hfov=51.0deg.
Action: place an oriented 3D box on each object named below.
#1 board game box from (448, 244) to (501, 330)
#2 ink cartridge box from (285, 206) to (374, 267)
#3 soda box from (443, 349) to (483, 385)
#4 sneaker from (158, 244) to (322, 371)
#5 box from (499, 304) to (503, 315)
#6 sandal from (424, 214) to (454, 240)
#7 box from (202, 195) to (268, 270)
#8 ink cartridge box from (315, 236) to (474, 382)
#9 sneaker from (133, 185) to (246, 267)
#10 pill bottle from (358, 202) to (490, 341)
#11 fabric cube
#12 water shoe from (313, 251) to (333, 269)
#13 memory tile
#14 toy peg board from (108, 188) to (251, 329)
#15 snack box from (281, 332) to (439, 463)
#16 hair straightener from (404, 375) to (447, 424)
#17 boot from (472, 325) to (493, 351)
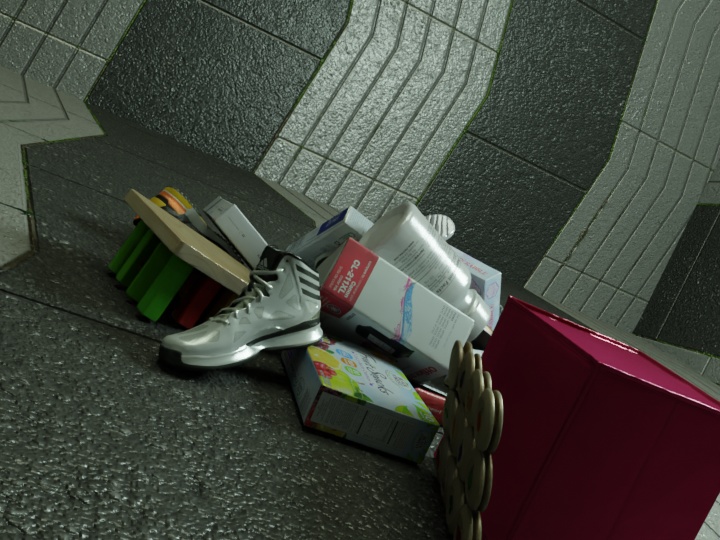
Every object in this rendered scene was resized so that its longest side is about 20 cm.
[{"bbox_3d":[0.160,0.058,1.327,0.041,0.202,0.199,-23,35,-30],"label":"board game box"},{"bbox_3d":[0.000,0.000,1.206,0.199,0.044,0.196,37,-34,-21],"label":"ink cartridge box"},{"bbox_3d":[0.220,0.173,1.213,0.068,0.064,0.199,29,9,39],"label":"soda box"},{"bbox_3d":[-0.125,0.032,0.802,0.199,0.117,0.075,-11,18,-42],"label":"sneaker"},{"bbox_3d":[0.217,0.098,1.432,0.200,0.049,0.159,38,-20,58],"label":"box"},{"bbox_3d":[0.067,-0.033,1.291,0.204,0.060,0.080,-17,52,-7],"label":"sandal"},{"bbox_3d":[-0.172,-0.038,1.163,0.157,0.041,0.200,52,-9,-18],"label":"box"},{"bbox_3d":[0.027,0.062,0.990,0.199,0.083,0.146,33,-25,-8],"label":"ink cartridge box"},{"bbox_3d":[-0.255,-0.028,1.132,0.200,0.090,0.070,48,-22,4],"label":"sneaker"},{"bbox_3d":[0.093,0.013,1.076,0.200,0.114,0.114,48,3,-15],"label":"pill bottle"},{"bbox_3d":[0.221,0.174,0.763,0.198,0.202,0.196,21,10,-18],"label":"fabric cube"},{"bbox_3d":[-0.001,0.053,1.120,0.200,0.072,0.079,48,21,6],"label":"water shoe"},{"bbox_3d":[0.094,0.156,0.688,0.017,0.156,0.200,8,10,-2],"label":"memory tile"},{"bbox_3d":[-0.210,0.016,0.948,0.199,0.098,0.200,38,-1,-40],"label":"toy peg board"},{"bbox_3d":[-0.008,0.133,0.859,0.141,0.054,0.200,23,9,-18],"label":"snack box"},{"bbox_3d":[0.119,0.174,0.998,0.198,0.041,0.077,19,11,-33],"label":"hair straightener"},{"bbox_3d":[0.145,0.055,1.240,0.199,0.074,0.076,34,47,7],"label":"boot"}]
